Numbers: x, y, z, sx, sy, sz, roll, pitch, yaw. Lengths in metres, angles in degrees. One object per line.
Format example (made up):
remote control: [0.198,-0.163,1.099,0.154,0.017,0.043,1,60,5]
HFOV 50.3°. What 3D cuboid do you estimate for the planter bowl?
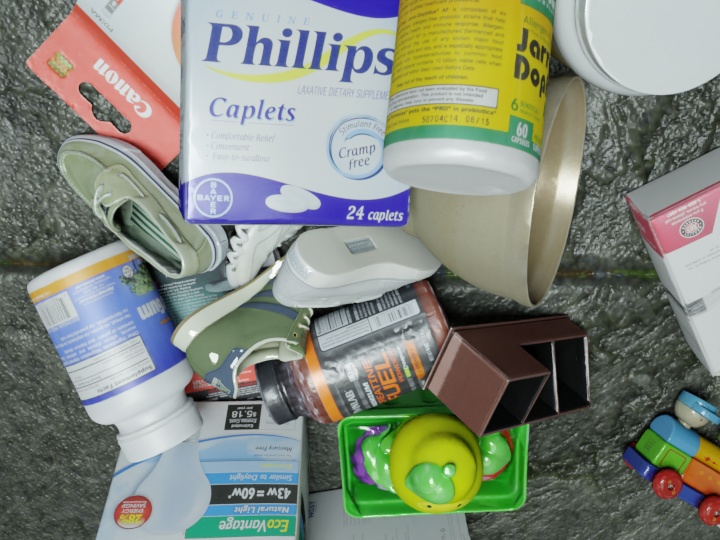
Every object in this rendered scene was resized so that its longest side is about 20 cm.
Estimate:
planter bowl: [0.113,-0.079,0.689,0.134,0.200,0.201,13,117,24]

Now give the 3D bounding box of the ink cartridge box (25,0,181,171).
ink cartridge box: [-0.188,-0.195,0.693,0.200,0.050,0.162,-41,109,13]

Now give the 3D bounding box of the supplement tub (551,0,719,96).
supplement tub: [0.210,-0.221,0.603,0.144,0.200,0.146,0,115,-1]

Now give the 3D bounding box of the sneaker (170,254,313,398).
sneaker: [-0.075,0.046,0.739,0.200,0.067,0.090,-33,73,-25]

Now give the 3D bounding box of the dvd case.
dvd case: [-0.138,0.065,0.828,0.145,0.022,0.201,-11,115,4]

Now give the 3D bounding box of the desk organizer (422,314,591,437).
desk organizer: [0.164,0.100,0.759,0.199,0.077,0.072,-2,123,-43]

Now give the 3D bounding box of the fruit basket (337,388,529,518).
fruit basket: [0.078,0.201,0.796,0.214,0.216,0.156,-3,115,1]

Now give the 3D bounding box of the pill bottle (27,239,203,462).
pill bottle: [-0.234,0.080,0.757,0.112,0.112,0.201,-23,96,10]

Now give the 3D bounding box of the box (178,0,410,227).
box: [-0.055,-0.140,0.629,0.183,0.105,0.201,0,99,-14]

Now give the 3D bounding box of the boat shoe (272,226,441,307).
boat shoe: [0.000,0.000,0.728,0.072,0.199,0.069,54,127,15]

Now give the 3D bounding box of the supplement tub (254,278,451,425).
supplement tub: [-0.004,0.089,0.783,0.199,0.107,0.107,-22,113,1]

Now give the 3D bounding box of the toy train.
toy train: [0.414,0.228,0.884,0.199,0.085,0.116,30,97,-14]

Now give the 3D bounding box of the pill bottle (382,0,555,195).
pill bottle: [0.080,-0.163,0.547,0.112,0.113,0.201,7,85,-4]

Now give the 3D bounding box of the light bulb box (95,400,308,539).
light bulb box: [-0.155,0.253,0.804,0.197,0.201,0.125,-2,130,0]

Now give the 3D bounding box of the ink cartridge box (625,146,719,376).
ink cartridge box: [0.375,-0.014,0.765,0.145,0.085,0.201,-27,110,11]

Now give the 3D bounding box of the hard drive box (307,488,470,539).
hard drive box: [0.027,0.321,0.874,0.199,0.156,0.077,-9,116,4]

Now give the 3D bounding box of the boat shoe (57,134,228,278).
boat shoe: [-0.212,-0.064,0.708,0.199,0.062,0.072,33,117,14]

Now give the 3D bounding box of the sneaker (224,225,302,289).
sneaker: [-0.070,-0.064,0.732,0.081,0.075,0.201,24,106,-11]
